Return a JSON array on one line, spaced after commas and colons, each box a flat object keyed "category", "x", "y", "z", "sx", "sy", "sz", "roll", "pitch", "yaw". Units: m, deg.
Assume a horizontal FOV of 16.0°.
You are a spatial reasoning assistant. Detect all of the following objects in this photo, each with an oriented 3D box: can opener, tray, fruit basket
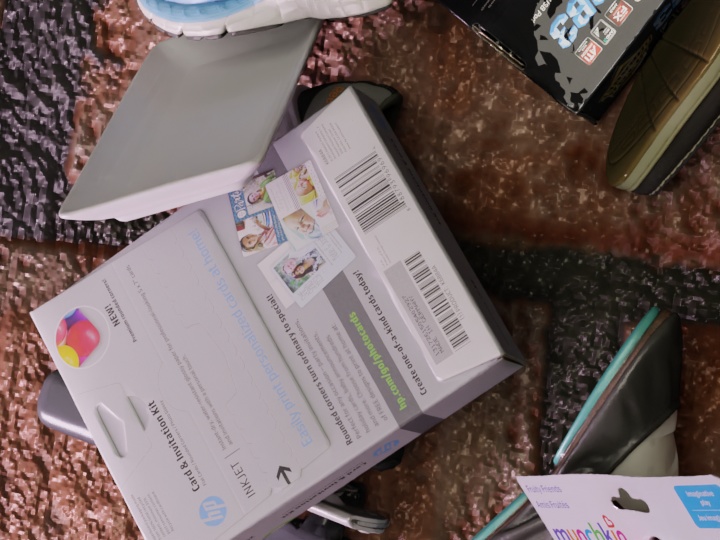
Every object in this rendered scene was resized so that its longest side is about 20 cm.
[{"category": "can opener", "x": -0.078, "y": 0.111, "z": 1.312, "sx": 0.199, "sy": 0.053, "sz": 0.067, "roll": 19, "pitch": 93, "yaw": 20}, {"category": "tray", "x": -0.074, "y": -0.078, "z": 1.260, "sx": 0.107, "sy": 0.200, "sz": 0.022, "roll": -16, "pitch": 115, "yaw": 19}, {"category": "fruit basket", "x": 0.155, "y": 0.179, "z": 1.142, "sx": 0.094, "sy": 0.185, "sz": 0.200, "roll": -40, "pitch": 103, "yaw": -21}]

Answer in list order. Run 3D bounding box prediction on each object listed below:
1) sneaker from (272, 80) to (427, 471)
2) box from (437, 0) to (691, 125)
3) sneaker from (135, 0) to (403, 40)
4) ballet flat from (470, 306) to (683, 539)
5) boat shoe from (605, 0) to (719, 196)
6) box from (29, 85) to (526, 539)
[{"category": "sneaker", "x": 0.000, "y": 0.000, "z": 1.280, "sx": 0.079, "sy": 0.074, "sz": 0.202, "roll": -11, "pitch": 84, "yaw": 14}, {"category": "box", "x": 0.100, "y": -0.211, "z": 1.264, "sx": 0.198, "sy": 0.050, "sz": 0.200, "roll": 40, "pitch": 101, "yaw": 16}, {"category": "sneaker", "x": -0.039, "y": -0.171, "z": 1.268, "sx": 0.199, "sy": 0.078, "sz": 0.091, "roll": -4, "pitch": 108, "yaw": 42}, {"category": "ballet flat", "x": 0.111, "y": 0.110, "z": 1.244, "sx": 0.068, "sy": 0.068, "sz": 0.200, "roll": 39, "pitch": 111, "yaw": 7}, {"category": "boat shoe", "x": 0.192, "y": -0.113, "z": 1.217, "sx": 0.066, "sy": 0.072, "sz": 0.201, "roll": 27, "pitch": 107, "yaw": -16}, {"category": "box", "x": -0.042, "y": 0.032, "z": 1.230, "sx": 0.199, "sy": 0.041, "sz": 0.156, "roll": -34, "pitch": 71, "yaw": 12}]
